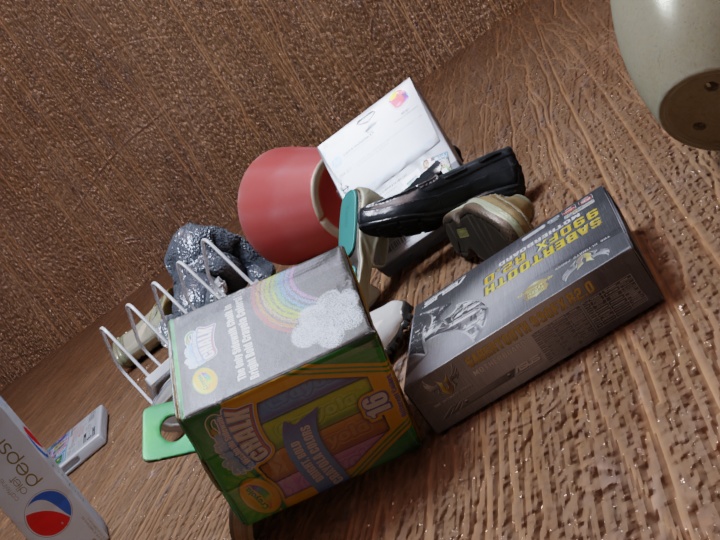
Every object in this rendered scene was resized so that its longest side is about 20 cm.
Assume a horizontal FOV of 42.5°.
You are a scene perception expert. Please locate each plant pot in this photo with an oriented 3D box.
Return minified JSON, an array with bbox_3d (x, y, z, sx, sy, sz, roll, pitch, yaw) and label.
[{"bbox_3d":[-0.073,-0.114,1.499,0.176,0.203,0.200,-5,33,52],"label":"plant pot"}]

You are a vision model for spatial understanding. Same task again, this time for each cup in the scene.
[{"bbox_3d":[0.297,-0.186,0.756,0.199,0.198,0.146,-22,46,50],"label":"cup"}]

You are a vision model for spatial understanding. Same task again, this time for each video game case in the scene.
[{"bbox_3d":[-0.492,0.309,1.520,0.181,0.024,0.200,-40,14,-8],"label":"video game case"}]

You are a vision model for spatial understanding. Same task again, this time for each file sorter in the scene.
[{"bbox_3d":[-0.241,0.080,1.268,0.200,0.124,0.140,-43,-20,-24],"label":"file sorter"}]

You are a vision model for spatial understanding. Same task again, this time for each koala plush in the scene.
[{"bbox_3d":[-0.259,0.038,1.532,0.176,0.184,0.202,-31,25,24],"label":"koala plush"}]

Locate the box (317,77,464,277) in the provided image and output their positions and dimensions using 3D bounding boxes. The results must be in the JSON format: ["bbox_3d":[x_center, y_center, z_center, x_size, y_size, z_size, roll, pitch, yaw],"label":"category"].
[{"bbox_3d":[0.049,-0.118,1.168,0.155,0.202,0.041,-34,-26,13],"label":"box"}]

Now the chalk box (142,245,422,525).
[{"bbox_3d":[-0.072,0.096,0.712,0.196,0.125,0.125,-24,35,1],"label":"chalk box"}]

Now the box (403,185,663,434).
[{"bbox_3d":[0.129,0.026,0.732,0.198,0.049,0.159,-34,13,18],"label":"box"}]

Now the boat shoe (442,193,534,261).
[{"bbox_3d":[0.143,-0.052,0.937,0.075,0.073,0.200,-26,11,-7],"label":"boat shoe"}]

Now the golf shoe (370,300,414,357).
[{"bbox_3d":[-0.040,0.076,0.925,0.198,0.095,0.078,-34,12,8],"label":"golf shoe"}]

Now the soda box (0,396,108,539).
[{"bbox_3d":[-0.364,0.234,1.014,0.068,0.202,0.063,-39,12,-15],"label":"soda box"}]

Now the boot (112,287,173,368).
[{"bbox_3d":[-0.434,0.120,1.918,0.154,0.072,0.200,-39,13,8],"label":"boot"}]

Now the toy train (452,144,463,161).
[{"bbox_3d":[0.081,-0.108,1.275,0.114,0.085,0.201,-40,9,37],"label":"toy train"}]

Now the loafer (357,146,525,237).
[{"bbox_3d":[0.089,-0.088,1.059,0.196,0.072,0.068,-15,-15,6],"label":"loafer"}]

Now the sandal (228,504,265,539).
[{"bbox_3d":[-0.057,0.151,0.814,0.068,0.079,0.213,4,34,7],"label":"sandal"}]

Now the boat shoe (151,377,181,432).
[{"bbox_3d":[-0.181,0.146,1.135,0.197,0.072,0.070,-28,11,12],"label":"boat shoe"}]

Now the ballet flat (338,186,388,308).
[{"bbox_3d":[0.000,0.000,1.096,0.069,0.068,0.205,-16,59,58],"label":"ballet flat"}]
